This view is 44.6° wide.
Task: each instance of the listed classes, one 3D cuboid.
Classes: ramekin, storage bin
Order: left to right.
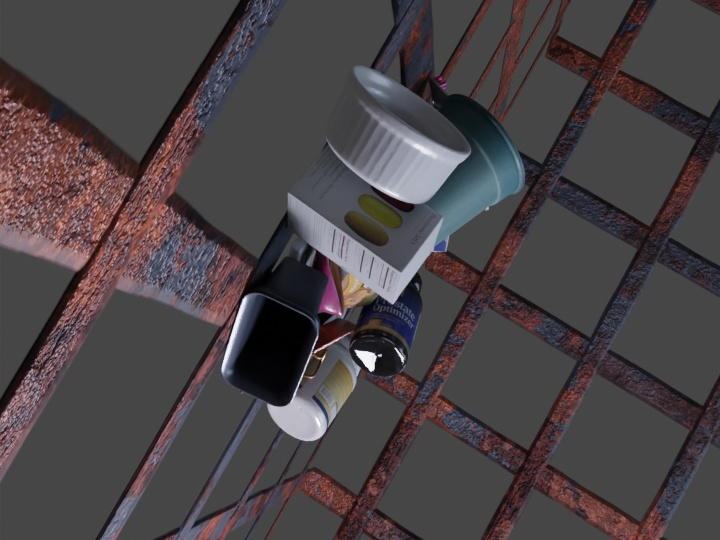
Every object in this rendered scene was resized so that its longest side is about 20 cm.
[{"bbox_3d":[-0.113,0.088,1.360,0.135,0.143,0.202,-64,178,-51],"label":"storage bin"},{"bbox_3d":[0.045,-0.182,1.202,0.098,0.199,0.200,-54,174,22],"label":"ramekin"}]

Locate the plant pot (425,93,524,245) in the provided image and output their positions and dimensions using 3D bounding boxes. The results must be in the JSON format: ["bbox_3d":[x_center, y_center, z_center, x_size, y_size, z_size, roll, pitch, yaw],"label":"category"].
[{"bbox_3d":[0.137,-0.152,1.463,0.195,0.201,0.201,-39,165,-15],"label":"plant pot"}]

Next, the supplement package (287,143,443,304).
[{"bbox_3d":[0.004,-0.069,1.259,0.114,0.198,0.110,-51,168,-22],"label":"supplement package"}]

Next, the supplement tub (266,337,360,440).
[{"bbox_3d":[-0.094,0.244,1.871,0.201,0.143,0.146,-51,168,-42],"label":"supplement tub"}]

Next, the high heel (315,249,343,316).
[{"bbox_3d":[-0.036,-0.026,1.386,0.203,0.095,0.067,-65,169,22],"label":"high heel"}]

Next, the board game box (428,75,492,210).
[{"bbox_3d":[0.196,-0.247,1.681,0.025,0.201,0.203,-23,132,-7],"label":"board game box"}]

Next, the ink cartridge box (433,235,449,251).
[{"bbox_3d":[0.140,-0.164,1.765,0.200,0.040,0.204,-129,-135,-62],"label":"ink cartridge box"}]

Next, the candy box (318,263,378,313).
[{"bbox_3d":[0.000,0.000,1.483,0.113,0.056,0.200,-9,156,-29],"label":"candy box"}]

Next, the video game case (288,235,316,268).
[{"bbox_3d":[-0.081,-0.027,1.500,0.183,0.023,0.202,-53,167,-40],"label":"video game case"}]

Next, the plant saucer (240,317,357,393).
[{"bbox_3d":[-0.111,0.144,1.574,0.197,0.037,0.199,-29,177,12],"label":"plant saucer"}]

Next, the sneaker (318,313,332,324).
[{"bbox_3d":[-0.064,0.051,1.624,0.199,0.068,0.090,-39,180,-17],"label":"sneaker"}]

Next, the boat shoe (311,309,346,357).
[{"bbox_3d":[-0.103,0.126,1.741,0.201,0.072,0.071,-48,177,-8],"label":"boat shoe"}]

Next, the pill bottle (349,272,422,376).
[{"bbox_3d":[0.054,0.086,1.621,0.113,0.110,0.202,111,-1,-46],"label":"pill bottle"}]
